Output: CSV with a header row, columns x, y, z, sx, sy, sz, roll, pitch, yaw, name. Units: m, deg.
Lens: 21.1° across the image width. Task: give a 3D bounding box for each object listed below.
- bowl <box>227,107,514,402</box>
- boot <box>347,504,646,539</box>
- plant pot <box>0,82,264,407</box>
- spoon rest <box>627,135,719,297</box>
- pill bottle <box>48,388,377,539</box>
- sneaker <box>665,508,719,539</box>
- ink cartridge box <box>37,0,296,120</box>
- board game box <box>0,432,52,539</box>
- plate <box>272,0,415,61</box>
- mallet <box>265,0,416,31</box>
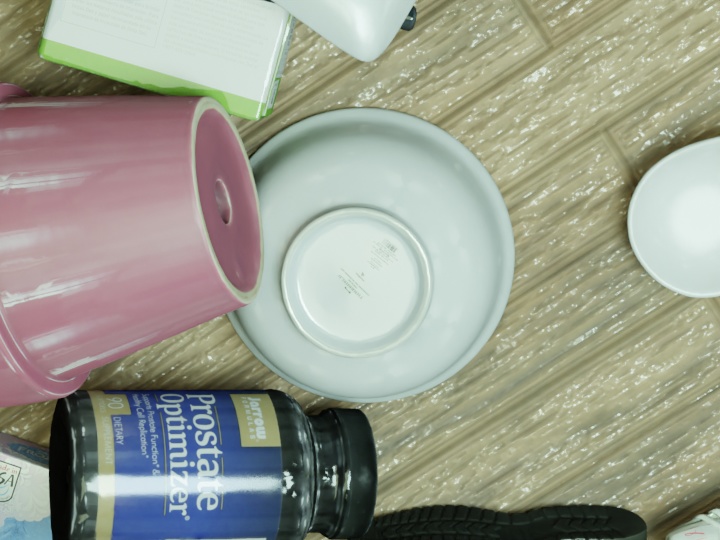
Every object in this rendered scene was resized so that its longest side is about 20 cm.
x,y,z,sx,sy,sz,roll,pitch,yaw,name
0.000,0.000,1.240,0.200,0.090,0.202,1,102,3,bowl
0.090,0.234,1.294,0.199,0.077,0.139,1,106,4,boot
-0.162,-0.027,1.176,0.178,0.200,0.201,-11,101,14,plant pot
0.256,-0.066,1.227,0.200,0.061,0.099,-44,96,10,spoon rest
-0.095,0.132,1.243,0.199,0.112,0.112,0,102,-17,pill bottle
0.250,0.180,1.253,0.099,0.078,0.200,29,102,-32,sneaker
-0.102,-0.210,1.212,0.147,0.076,0.201,16,96,0,ink cartridge box
-0.186,0.237,1.323,0.199,0.043,0.200,18,101,-1,board game box
-0.023,-0.255,1.141,0.200,0.032,0.200,34,70,-4,plate
-0.067,-0.169,1.163,0.199,0.066,0.041,11,89,-14,mallet
